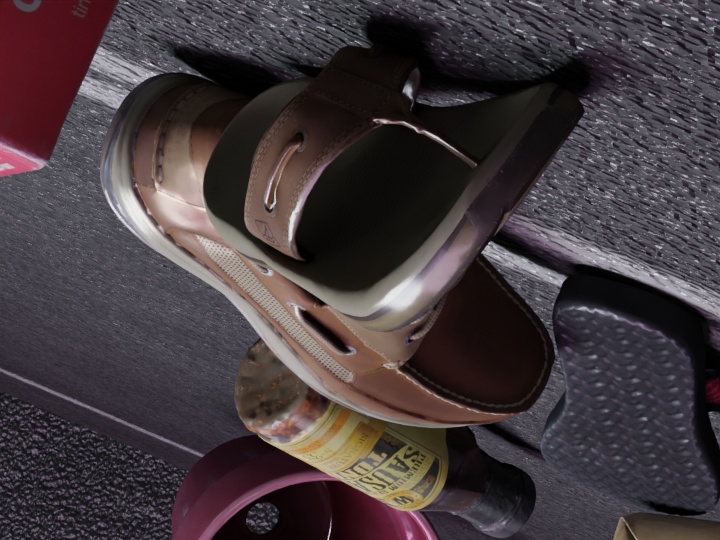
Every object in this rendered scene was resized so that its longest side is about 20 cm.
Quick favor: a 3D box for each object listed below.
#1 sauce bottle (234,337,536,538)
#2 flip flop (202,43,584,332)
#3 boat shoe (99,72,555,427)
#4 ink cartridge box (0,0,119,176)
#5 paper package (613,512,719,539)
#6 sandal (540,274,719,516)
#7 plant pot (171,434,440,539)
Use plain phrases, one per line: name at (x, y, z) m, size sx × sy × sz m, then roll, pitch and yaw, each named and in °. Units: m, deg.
sauce bottle at (0.019, 0.091, 1.598) m, size 0.200 × 0.066 × 0.066 m, roll 29°, pitch 170°, yaw -39°
flip flop at (-0.005, -0.035, 0.866) m, size 0.058 × 0.081 × 0.200 m, roll 43°, pitch 170°, yaw -23°
boat shoe at (0.000, 0.000, 1.034) m, size 0.200 × 0.076 × 0.072 m, roll 31°, pitch 163°, yaw -35°
ink cartridge box at (-0.176, -0.103, 0.835) m, size 0.199 × 0.084 × 0.145 m, roll 26°, pitch 171°, yaw -19°
paper package at (0.218, 0.170, 1.226) m, size 0.190 × 0.104 × 0.200 m, roll 8°, pitch 173°, yaw 33°
sandal at (0.109, 0.042, 1.145) m, size 0.075 × 0.045 × 0.200 m, roll 16°, pitch 156°, yaw 12°
plant pot at (-0.056, 0.207, 2.164) m, size 0.199 × 0.201 × 0.179 m, roll 27°, pitch -174°, yaw -22°
